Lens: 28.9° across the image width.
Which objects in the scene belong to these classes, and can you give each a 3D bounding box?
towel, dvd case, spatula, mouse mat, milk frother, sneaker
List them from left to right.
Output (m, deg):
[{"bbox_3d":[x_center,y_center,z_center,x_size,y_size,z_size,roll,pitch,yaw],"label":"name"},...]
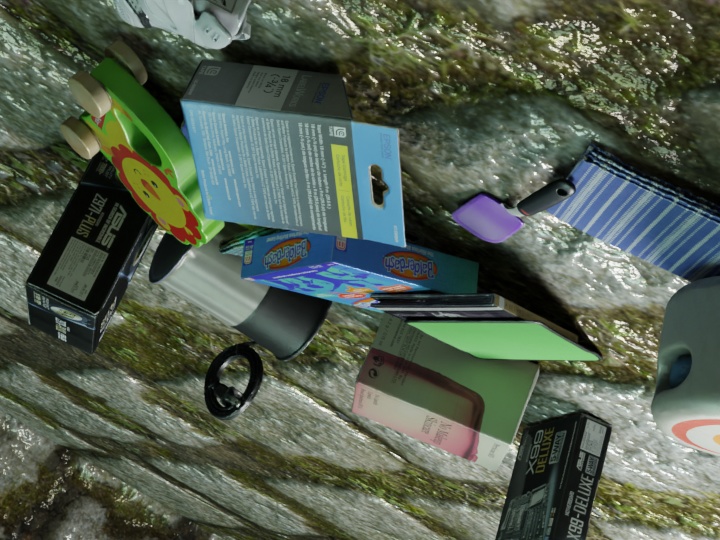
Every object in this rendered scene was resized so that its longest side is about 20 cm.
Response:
[{"bbox_3d":[-0.143,-0.241,1.095,0.114,0.076,0.200,20,164,8],"label":"sneaker"},{"bbox_3d":[-0.166,0.049,1.624,0.187,0.201,0.180,32,162,-22],"label":"milk frother"},{"bbox_3d":[-0.044,-0.028,1.486,0.146,0.022,0.199,13,163,-32],"label":"towel"},{"bbox_3d":[0.123,0.053,1.483,0.148,0.016,0.200,-1,166,34],"label":"dvd case"},{"bbox_3d":[0.157,0.076,1.514,0.160,0.008,0.200,-1,166,30],"label":"mouse mat"},{"bbox_3d":[0.145,-0.057,1.276,0.056,0.021,0.200,34,164,-12],"label":"spatula"},{"bbox_3d":[0.268,-0.039,1.213,0.199,0.024,0.145,25,161,2],"label":"towel"}]

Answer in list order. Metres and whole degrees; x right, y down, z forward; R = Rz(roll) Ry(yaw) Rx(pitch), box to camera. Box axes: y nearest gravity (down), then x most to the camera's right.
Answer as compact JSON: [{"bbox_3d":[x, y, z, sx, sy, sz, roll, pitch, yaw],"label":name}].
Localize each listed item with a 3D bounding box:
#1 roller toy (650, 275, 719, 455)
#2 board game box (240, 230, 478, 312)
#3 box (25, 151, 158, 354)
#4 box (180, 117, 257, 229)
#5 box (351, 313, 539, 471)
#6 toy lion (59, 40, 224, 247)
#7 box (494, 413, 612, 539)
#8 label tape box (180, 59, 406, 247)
[{"bbox_3d":[0.354,0.098,1.236,0.181,0.141,0.200,-1,158,39],"label":"roller toy"},{"bbox_3d":[0.000,0.000,1.447,0.199,0.045,0.152,14,165,-38],"label":"board game box"},{"bbox_3d":[-0.293,-0.028,1.571,0.086,0.201,0.164,25,159,-4],"label":"box"},{"bbox_3d":[-0.127,-0.107,1.422,0.121,0.048,0.200,24,159,-3],"label":"box"},{"bbox_3d":[0.100,0.144,1.689,0.199,0.110,0.128,22,158,6],"label":"box"},{"bbox_3d":[-0.208,-0.110,1.389,0.192,0.069,0.200,46,159,0],"label":"toy lion"},{"bbox_3d":[0.237,0.290,1.762,0.049,0.201,0.158,23,161,-16],"label":"box"},{"bbox_3d":[-0.050,-0.105,1.262,0.198,0.064,0.145,9,137,13],"label":"label tape box"}]
